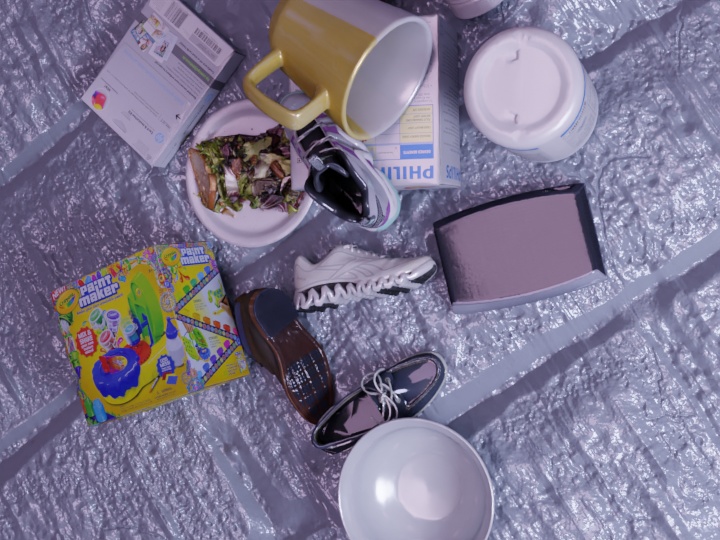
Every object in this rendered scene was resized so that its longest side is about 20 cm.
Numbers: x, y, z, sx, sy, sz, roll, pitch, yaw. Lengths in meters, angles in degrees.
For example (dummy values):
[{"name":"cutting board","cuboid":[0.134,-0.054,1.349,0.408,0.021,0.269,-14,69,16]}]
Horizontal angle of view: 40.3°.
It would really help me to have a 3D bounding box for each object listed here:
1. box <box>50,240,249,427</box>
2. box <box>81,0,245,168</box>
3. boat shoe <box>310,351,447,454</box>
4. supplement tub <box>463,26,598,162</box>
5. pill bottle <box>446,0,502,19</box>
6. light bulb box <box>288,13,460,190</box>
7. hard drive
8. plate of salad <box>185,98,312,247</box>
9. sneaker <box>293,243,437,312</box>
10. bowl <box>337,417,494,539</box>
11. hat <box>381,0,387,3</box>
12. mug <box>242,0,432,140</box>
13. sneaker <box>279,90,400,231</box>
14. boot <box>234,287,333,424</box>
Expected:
[{"name":"box","cuboid":[-0.284,0.084,1.322,0.199,0.122,0.194,-21,83,28]},{"name":"box","cuboid":[-0.277,-0.270,1.370,0.156,0.041,0.200,42,102,14]},{"name":"boat shoe","cuboid":[0.022,0.169,1.261,0.199,0.062,0.075,-30,75,11]},{"name":"supplement tub","cuboid":[0.200,-0.196,1.125,0.131,0.200,0.133,0,91,18]},{"name":"pill bottle","cuboid":[0.101,-0.404,1.158,0.112,0.113,0.200,-28,123,17]},{"name":"light bulb box","cuboid":[0.019,-0.201,1.226,0.196,0.125,0.202,0,92,18]},{"name":"hard drive","cuboid":[0.192,-0.025,1.213,0.198,0.042,0.136,-14,87,18]},{"name":"plate of salad","cuboid":[-0.153,-0.132,1.326,0.198,0.048,0.202,0,90,19]},{"name":"sneaker","cuboid":[0.000,0.000,1.268,0.198,0.075,0.082,-11,78,18]},{"name":"bowl","cuboid":[0.078,0.278,1.233,0.199,0.090,0.203,1,92,18]},{"name":"hat","cuboid":[-0.007,-0.415,1.240,0.200,0.081,0.202,31,137,35]},{"name":"mug","cuboid":[-0.033,-0.247,1.091,0.153,0.186,0.150,37,119,23]},{"name":"sneaker","cuboid":[-0.040,-0.130,1.107,0.078,0.140,0.200,-45,79,16]},{"name":"boot","cuboid":[-0.103,0.110,1.314,0.097,0.074,0.202,5,121,60]}]
